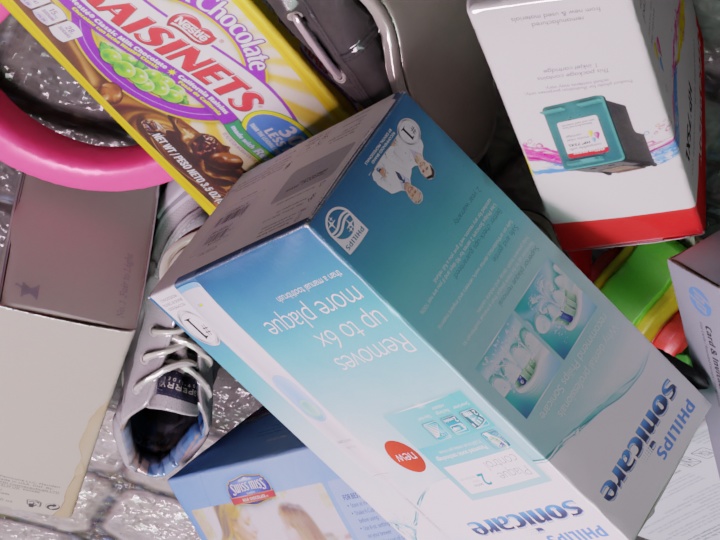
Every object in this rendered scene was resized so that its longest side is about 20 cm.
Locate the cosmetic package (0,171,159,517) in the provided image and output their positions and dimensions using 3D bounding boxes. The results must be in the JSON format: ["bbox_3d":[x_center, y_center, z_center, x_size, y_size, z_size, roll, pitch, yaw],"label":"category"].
[{"bbox_3d":[-0.163,0.037,1.203,0.073,0.104,0.200,13,145,-10],"label":"cosmetic package"}]

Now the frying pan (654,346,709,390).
[{"bbox_3d":[0.063,0.000,1.029,0.190,0.031,0.115,6,147,47],"label":"frying pan"}]

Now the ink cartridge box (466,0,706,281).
[{"bbox_3d":[0.104,-0.091,0.971,0.067,0.116,0.200,-6,143,17],"label":"ink cartridge box"}]

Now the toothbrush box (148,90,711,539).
[{"bbox_3d":[0.029,0.035,0.999,0.200,0.085,0.146,44,149,-16],"label":"toothbrush box"}]

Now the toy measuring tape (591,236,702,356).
[{"bbox_3d":[0.138,0.003,1.127,0.073,0.074,0.200,0,149,9],"label":"toy measuring tape"}]

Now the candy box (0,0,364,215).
[{"bbox_3d":[-0.074,-0.094,1.013,0.102,0.026,0.200,-19,135,27],"label":"candy box"}]

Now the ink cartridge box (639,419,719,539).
[{"bbox_3d":[0.241,0.119,1.289,0.200,0.041,0.200,23,149,-21],"label":"ink cartridge box"}]

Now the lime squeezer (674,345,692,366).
[{"bbox_3d":[0.216,0.016,1.149,0.038,0.071,0.200,-18,168,35],"label":"lime squeezer"}]

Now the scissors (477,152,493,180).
[{"bbox_3d":[0.035,-0.100,1.062,0.073,0.014,0.200,3,145,1],"label":"scissors"}]

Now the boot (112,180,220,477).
[{"bbox_3d":[-0.084,0.031,1.188,0.073,0.096,0.200,11,144,-7],"label":"boot"}]

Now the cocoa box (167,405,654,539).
[{"bbox_3d":[0.023,0.117,1.186,0.200,0.131,0.134,-19,104,52],"label":"cocoa box"}]

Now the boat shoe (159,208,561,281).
[{"bbox_3d":[0.000,0.000,1.133,0.199,0.067,0.057,-4,-176,-6],"label":"boat shoe"}]

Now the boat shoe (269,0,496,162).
[{"bbox_3d":[-0.004,-0.121,0.971,0.057,0.067,0.200,9,149,39],"label":"boat shoe"}]

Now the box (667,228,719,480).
[{"bbox_3d":[0.239,0.014,1.024,0.200,0.041,0.156,-31,126,-19],"label":"box"}]

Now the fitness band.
[{"bbox_3d":[-0.111,-0.104,1.055,0.143,0.038,0.200,28,138,-27],"label":"fitness band"}]
